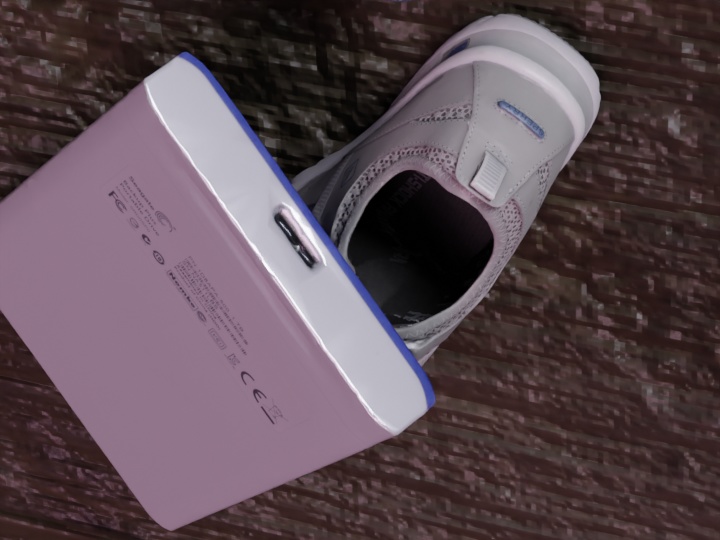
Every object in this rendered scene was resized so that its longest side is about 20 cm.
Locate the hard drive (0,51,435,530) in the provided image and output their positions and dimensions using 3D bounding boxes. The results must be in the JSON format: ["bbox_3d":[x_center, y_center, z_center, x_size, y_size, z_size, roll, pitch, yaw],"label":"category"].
[{"bbox_3d":[-0.061,0.014,0.953,0.132,0.025,0.200,54,153,-3],"label":"hard drive"}]

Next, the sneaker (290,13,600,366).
[{"bbox_3d":[0.000,0.000,0.937,0.075,0.082,0.200,33,134,-2],"label":"sneaker"}]
